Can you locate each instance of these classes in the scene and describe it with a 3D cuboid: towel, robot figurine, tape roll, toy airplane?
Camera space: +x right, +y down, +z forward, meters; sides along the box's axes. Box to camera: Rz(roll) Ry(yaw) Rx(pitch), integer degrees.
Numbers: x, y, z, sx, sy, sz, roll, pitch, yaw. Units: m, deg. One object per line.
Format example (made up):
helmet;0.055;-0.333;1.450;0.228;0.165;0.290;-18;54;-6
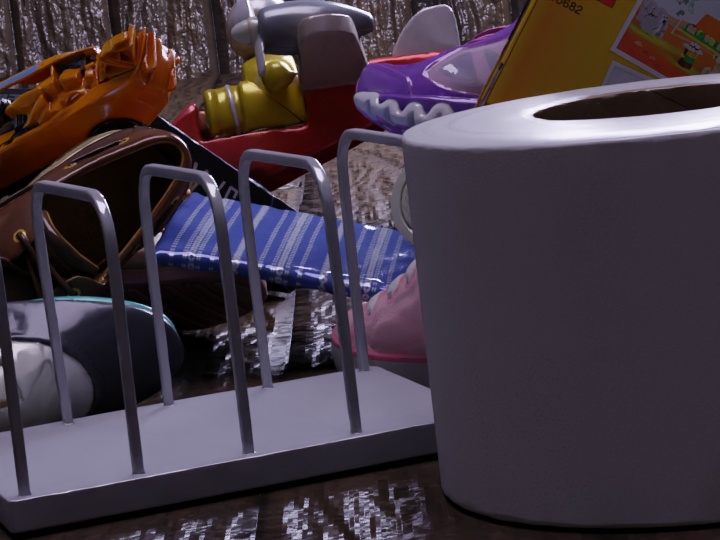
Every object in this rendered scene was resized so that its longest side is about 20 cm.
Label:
towel;0.000;0.000;1.388;0.198;0.024;0.145;11;12;1
robot figurine;-0.185;-0.048;1.464;0.199;0.146;0.058;-24;-40;21
tape roll;0.121;0.004;1.037;0.201;0.140;0.203;-6;9;1
toy airplane;-0.028;-0.119;1.729;0.199;0.142;0.200;-17;-17;-49

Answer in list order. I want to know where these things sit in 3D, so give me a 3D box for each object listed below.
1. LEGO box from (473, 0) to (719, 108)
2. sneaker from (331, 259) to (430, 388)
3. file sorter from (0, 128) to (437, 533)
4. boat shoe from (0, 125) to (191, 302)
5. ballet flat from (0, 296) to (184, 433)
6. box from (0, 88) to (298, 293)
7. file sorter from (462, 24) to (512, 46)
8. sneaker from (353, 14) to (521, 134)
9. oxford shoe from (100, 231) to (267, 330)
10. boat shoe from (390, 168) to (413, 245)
LEGO box;0.164;-0.080;1.247;0.199;0.150;0.077;28;11;3
sneaker;0.054;0.001;1.235;0.075;0.105;0.200;-15;10;-34
file sorter;-0.070;0.019;1.140;0.199;0.126;0.139;-10;8;-18
boat shoe;-0.158;-0.004;1.317;0.200;0.072;0.067;-43;9;-26
ballet flat;-0.179;0.053;1.233;0.198;0.074;0.073;0;9;4
box;-0.138;-0.049;1.614;0.160;0.044;0.199;34;-15;-31
file sorter;0.114;-0.069;1.544;0.124;0.140;0.200;-9;8;8
sneaker;0.092;-0.102;1.388;0.199;0.089;0.080;2;-8;28
oxford shoe;-0.128;-0.011;1.488;0.199;0.074;0.071;1;-22;37
boat shoe;0.114;-0.018;1.382;0.198;0.072;0.068;5;-12;4
